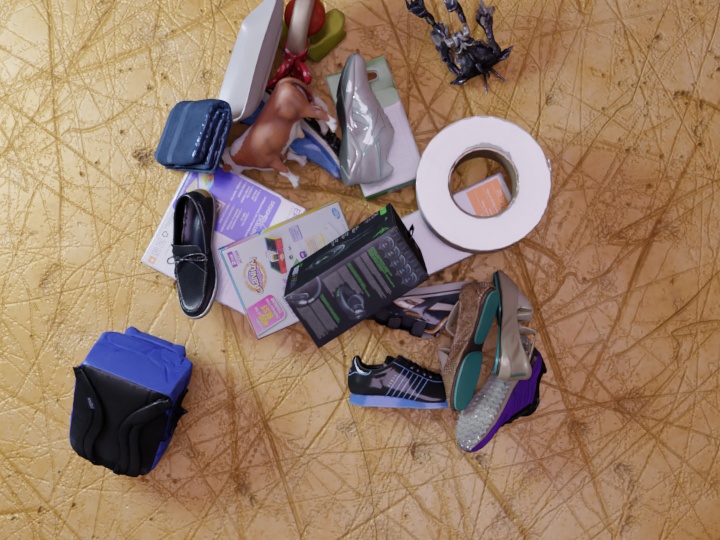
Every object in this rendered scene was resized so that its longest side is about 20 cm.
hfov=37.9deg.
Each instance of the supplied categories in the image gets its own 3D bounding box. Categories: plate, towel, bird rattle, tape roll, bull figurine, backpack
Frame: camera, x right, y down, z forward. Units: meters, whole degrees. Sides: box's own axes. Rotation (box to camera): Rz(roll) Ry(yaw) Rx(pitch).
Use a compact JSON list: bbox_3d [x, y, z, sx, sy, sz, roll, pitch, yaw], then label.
[{"bbox_3d":[-0.168,-0.307,1.593,0.032,0.199,0.201,18,82,-20],"label":"plate"},{"bbox_3d":[-0.253,-0.205,1.596,0.048,0.200,0.112,20,87,-28],"label":"towel"},{"bbox_3d":[-0.096,-0.364,1.594,0.112,0.200,0.164,17,129,7],"label":"bird rattle"},{"bbox_3d":[0.182,-0.126,1.567,0.201,0.071,0.204,0,86,3],"label":"tape roll"},{"bbox_3d":[-0.124,-0.197,1.579,0.121,0.065,0.200,27,127,-17],"label":"bull figurine"},{"bbox_3d":[-0.342,0.204,1.598,0.162,0.168,0.201,23,121,6],"label":"backpack"}]

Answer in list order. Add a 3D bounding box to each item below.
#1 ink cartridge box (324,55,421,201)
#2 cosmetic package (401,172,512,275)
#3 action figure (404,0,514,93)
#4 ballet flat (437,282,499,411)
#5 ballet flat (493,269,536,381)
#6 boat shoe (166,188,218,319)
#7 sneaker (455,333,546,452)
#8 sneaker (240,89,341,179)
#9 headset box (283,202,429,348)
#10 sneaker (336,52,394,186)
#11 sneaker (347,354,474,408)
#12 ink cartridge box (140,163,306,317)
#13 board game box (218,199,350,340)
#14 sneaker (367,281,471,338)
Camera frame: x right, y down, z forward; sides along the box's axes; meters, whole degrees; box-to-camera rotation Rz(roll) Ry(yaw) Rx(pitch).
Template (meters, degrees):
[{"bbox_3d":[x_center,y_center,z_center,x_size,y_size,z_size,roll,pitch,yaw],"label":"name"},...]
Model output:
[{"bbox_3d":[0.024,-0.222,1.651,0.103,0.059,0.201,-19,87,1],"label":"ink cartridge box"},{"bbox_3d":[0.146,-0.064,1.636,0.199,0.071,0.102,-26,88,1],"label":"cosmetic package"},{"bbox_3d":[0.159,-0.367,1.624,0.119,0.200,0.102,-23,48,24],"label":"action figure"},{"bbox_3d":[0.155,0.111,1.585,0.065,0.070,0.201,21,96,35],"label":"ballet flat"},{"bbox_3d":[0.234,0.083,1.594,0.069,0.070,0.201,4,51,2],"label":"ballet flat"},{"bbox_3d":[-0.257,-0.026,1.598,0.074,0.062,0.201,4,92,23],"label":"boat shoe"},{"bbox_3d":[0.228,0.205,1.611,0.100,0.069,0.200,44,72,-33],"label":"sneaker"},{"bbox_3d":[-0.106,-0.206,1.655,0.200,0.079,0.089,38,109,-1],"label":"sneaker"},{"bbox_3d":[0.000,0.000,1.516,0.200,0.174,0.093,-32,102,8],"label":"headset box"},{"bbox_3d":[0.007,-0.229,1.595,0.080,0.070,0.201,-3,91,-13],"label":"sneaker"},{"bbox_3d":[0.079,0.171,1.631,0.199,0.070,0.078,1,93,2],"label":"sneaker"},{"bbox_3d":[-0.214,-0.054,1.659,0.199,0.043,0.199,28,90,0],"label":"ink cartridge box"},{"bbox_3d":[-0.099,-0.002,1.626,0.199,0.040,0.154,-23,100,-8],"label":"board game box"},{"bbox_3d":[0.081,0.068,1.630,0.199,0.078,0.080,-7,82,0],"label":"sneaker"}]
